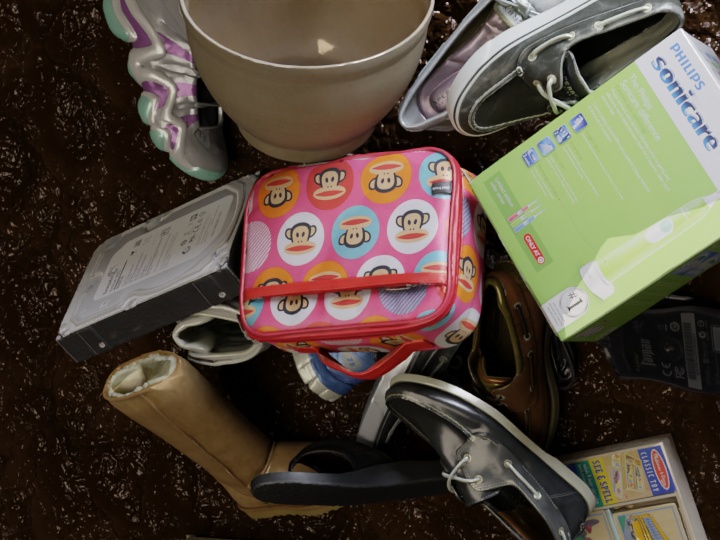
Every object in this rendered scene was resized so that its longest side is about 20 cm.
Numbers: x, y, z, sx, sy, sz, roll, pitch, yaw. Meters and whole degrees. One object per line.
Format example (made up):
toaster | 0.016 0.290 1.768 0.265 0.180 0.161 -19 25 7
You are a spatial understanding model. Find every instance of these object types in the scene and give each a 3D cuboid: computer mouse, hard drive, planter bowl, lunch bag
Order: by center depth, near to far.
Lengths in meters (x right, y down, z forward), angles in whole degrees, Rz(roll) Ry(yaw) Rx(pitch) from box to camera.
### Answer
computer mouse | 0.225 0.025 1.186 0.200 0.046 0.141 -2 107 42
lunch bag | 0.000 0.000 1.189 0.200 0.082 0.177 -6 70 27
planter bowl | -0.045 -0.174 1.208 0.200 0.200 0.135 26 140 21
hard drive | -0.173 -0.004 1.337 0.200 0.140 0.038 -22 122 29

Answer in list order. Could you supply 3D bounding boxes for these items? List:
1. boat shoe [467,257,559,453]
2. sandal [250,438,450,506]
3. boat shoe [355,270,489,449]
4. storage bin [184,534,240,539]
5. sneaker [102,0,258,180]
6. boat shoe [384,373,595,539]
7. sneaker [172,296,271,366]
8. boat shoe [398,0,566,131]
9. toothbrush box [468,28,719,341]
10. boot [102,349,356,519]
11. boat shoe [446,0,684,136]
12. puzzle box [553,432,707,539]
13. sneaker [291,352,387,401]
boat shoe | 0.118 0.080 1.227 0.072 0.068 0.200 20 123 40
sandal | -0.004 0.172 1.287 0.075 0.200 0.048 134 131 -55
boat shoe | 0.059 0.080 1.278 0.068 0.074 0.200 26 107 -1
storage bin | -0.099 0.363 1.430 0.200 0.094 0.199 -2 102 29
sneaker | -0.136 -0.189 1.307 0.140 0.078 0.200 -25 91 33
boat shoe | 0.099 0.158 1.216 0.200 0.068 0.072 38 149 -1
sneaker | -0.149 0.032 1.354 0.200 0.116 0.074 9 110 29
boat shoe | 0.110 -0.180 1.179 0.202 0.065 0.074 -39 84 31
toothbrush box | 0.206 -0.058 1.112 0.200 0.086 0.146 -37 72 22
boot | -0.106 0.144 1.332 0.175 0.066 0.200 -22 126 32
boat shoe | 0.151 -0.155 1.123 0.200 0.071 0.064 -34 42 23
puzzle box | 0.230 0.244 1.253 0.133 0.025 0.200 -18 94 31
sneaker | -0.024 0.008 1.289 0.089 0.079 0.200 -25 69 16
